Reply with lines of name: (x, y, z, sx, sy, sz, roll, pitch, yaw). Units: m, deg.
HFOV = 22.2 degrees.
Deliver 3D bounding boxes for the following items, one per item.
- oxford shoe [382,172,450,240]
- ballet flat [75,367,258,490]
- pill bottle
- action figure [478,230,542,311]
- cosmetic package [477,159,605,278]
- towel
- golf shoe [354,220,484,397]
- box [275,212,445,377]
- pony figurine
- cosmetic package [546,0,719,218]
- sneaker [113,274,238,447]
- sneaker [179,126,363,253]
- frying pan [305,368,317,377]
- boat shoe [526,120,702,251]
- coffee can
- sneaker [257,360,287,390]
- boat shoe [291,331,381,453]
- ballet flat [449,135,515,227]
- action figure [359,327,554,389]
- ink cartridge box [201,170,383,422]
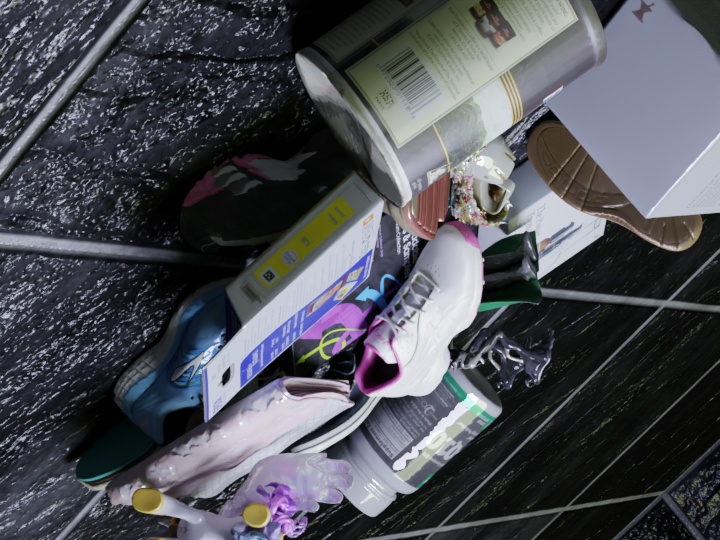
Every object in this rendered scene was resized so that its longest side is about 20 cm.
oxford shoe: (0.034, -0.066, 1.598, 0.200, 0.073, 0.072, -20, 115, -81)
ballet flat: (-0.179, 0.153, 1.740, 0.199, 0.068, 0.062, -38, 127, 7)
pill bottle: (0.059, 0.186, 2.140, 0.200, 0.113, 0.113, -43, 158, 10)
action figure: (0.081, 0.015, 1.852, 0.198, 0.119, 0.055, -18, 121, 16)
cosmetic package: (0.198, -0.061, 1.967, 0.150, 0.052, 0.200, -36, 158, -14)
towel: (-0.115, 0.160, 1.711, 0.199, 0.032, 0.191, -33, 165, 15)
golf shoe: (0.055, 0.045, 1.747, 0.091, 0.075, 0.201, -13, 133, -42)
box: (0.000, 0.000, 1.728, 0.199, 0.036, 0.144, -37, 146, -25)
pony figurine: (-0.110, 0.241, 1.691, 0.191, 0.168, 0.200, 6, 171, 6)
cosmetic package: (0.325, -0.169, 1.797, 0.199, 0.168, 0.167, -6, 142, -53)
sneaker: (-0.135, 0.082, 1.660, 0.078, 0.090, 0.200, -3, 140, -54)
sneaker: (-0.067, -0.048, 1.532, 0.199, 0.081, 0.087, -20, 153, -37)
frying pan: (-0.015, 0.034, 1.829, 0.114, 0.031, 0.191, -30, 155, -25)
boat shoe: (0.253, -0.088, 1.856, 0.073, 0.199, 0.065, -60, -173, 13)
coffee can: (0.069, -0.166, 1.429, 0.199, 0.147, 0.147, -35, 158, -7)
sneaker: (-0.085, 0.117, 1.818, 0.071, 0.083, 0.201, -32, 157, -18)
boat shoe: (-0.013, 0.116, 1.856, 0.200, 0.062, 0.074, -46, -168, -35)
ballet flat: (0.117, -0.099, 1.738, 0.076, 0.064, 0.200, -59, 164, -14)
action figure: (0.102, 0.065, 1.993, 0.198, 0.103, 0.119, 15, 168, -17)
ink cartridge box: (-0.069, 0.026, 1.525, 0.200, 0.047, 0.198, -40, 170, -14)
